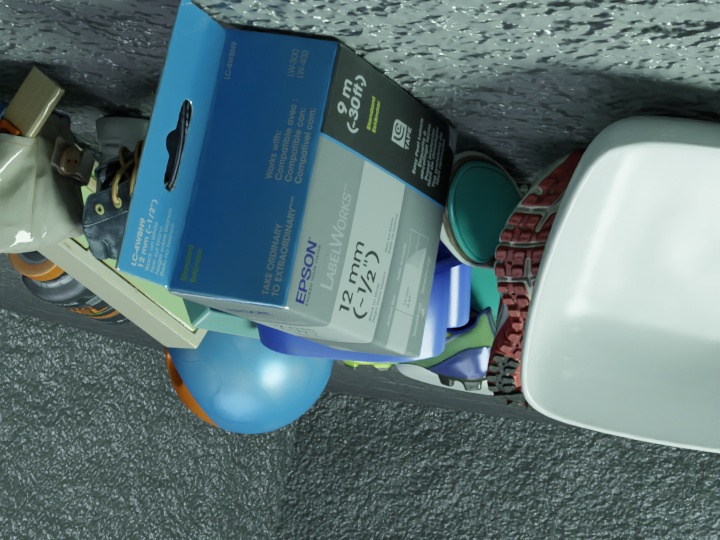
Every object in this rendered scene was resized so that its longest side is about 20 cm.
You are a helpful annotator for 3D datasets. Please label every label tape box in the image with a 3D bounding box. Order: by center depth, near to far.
[{"bbox_3d":[-0.028,-0.042,0.585,0.066,0.145,0.200,5,168,33],"label":"label tape box"}]

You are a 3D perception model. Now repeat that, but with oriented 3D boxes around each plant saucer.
[{"bbox_3d":[-0.091,0.024,0.918,0.019,0.070,0.200,-31,159,20],"label":"plant saucer"}]

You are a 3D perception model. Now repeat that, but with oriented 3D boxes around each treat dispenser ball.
[{"bbox_3d":[-0.129,0.089,1.258,0.199,0.203,0.201,11,170,2],"label":"treat dispenser ball"}]

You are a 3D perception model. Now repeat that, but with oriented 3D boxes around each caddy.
[{"bbox_3d":[0.000,0.000,0.868,0.198,0.106,0.141,3,-161,23],"label":"caddy"}]

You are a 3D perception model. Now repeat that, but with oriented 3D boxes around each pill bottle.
[{"bbox_3d":[-0.313,-0.007,1.209,0.105,0.107,0.200,8,169,16],"label":"pill bottle"}]

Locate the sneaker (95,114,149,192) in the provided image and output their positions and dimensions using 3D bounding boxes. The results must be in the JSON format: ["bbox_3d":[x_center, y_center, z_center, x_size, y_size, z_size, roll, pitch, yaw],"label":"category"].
[{"bbox_3d":[-0.139,-0.053,0.838,0.075,0.082,0.200,3,169,29],"label":"sneaker"}]

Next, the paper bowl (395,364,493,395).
[{"bbox_3d":[0.115,0.078,1.220,0.199,0.105,0.201,12,170,2],"label":"paper bowl"}]

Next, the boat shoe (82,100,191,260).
[{"bbox_3d":[-0.127,-0.057,0.673,0.090,0.071,0.201,10,145,-7],"label":"boat shoe"}]

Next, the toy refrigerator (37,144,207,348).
[{"bbox_3d":[-0.205,-0.021,0.910,0.200,0.076,0.070,42,156,-27],"label":"toy refrigerator"}]

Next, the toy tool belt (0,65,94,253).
[{"bbox_3d":[-0.279,-0.092,0.753,0.199,0.124,0.125,16,-159,29],"label":"toy tool belt"}]

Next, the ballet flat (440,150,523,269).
[{"bbox_3d":[0.086,-0.036,0.754,0.069,0.070,0.199,4,168,36],"label":"ballet flat"}]

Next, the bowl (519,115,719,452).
[{"bbox_3d":[0.194,0.004,0.600,0.198,0.075,0.201,9,126,-2],"label":"bowl"}]

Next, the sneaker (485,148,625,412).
[{"bbox_3d":[0.123,0.000,0.709,0.077,0.083,0.201,14,134,4],"label":"sneaker"}]

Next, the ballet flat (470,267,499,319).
[{"bbox_3d":[0.170,0.022,0.966,0.198,0.068,0.062,13,-169,-2],"label":"ballet flat"}]

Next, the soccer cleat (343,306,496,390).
[{"bbox_3d":[0.040,0.050,0.973,0.199,0.084,0.065,8,-155,33],"label":"soccer cleat"}]

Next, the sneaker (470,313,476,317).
[{"bbox_3d":[0.125,0.077,1.080,0.198,0.075,0.091,-12,123,28],"label":"sneaker"}]
